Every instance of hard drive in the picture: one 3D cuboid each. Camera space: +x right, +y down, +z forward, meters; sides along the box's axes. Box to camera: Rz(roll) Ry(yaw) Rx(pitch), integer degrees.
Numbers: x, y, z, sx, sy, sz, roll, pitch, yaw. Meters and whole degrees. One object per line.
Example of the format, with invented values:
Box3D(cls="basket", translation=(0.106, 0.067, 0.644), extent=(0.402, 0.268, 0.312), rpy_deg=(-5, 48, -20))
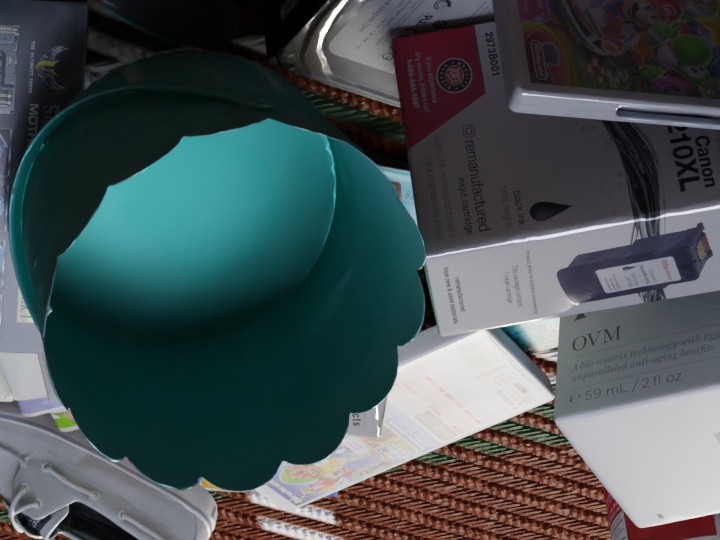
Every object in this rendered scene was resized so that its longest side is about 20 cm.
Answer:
Box3D(cls="hard drive", translation=(0.066, -0.133, 1.498), extent=(0.199, 0.038, 0.140), rpy_deg=(16, 141, -30))

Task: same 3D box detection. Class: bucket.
Box3D(cls="bucket", translation=(-0.078, -0.007, 1.413), extent=(0.206, 0.135, 0.208), rpy_deg=(-8, 117, -15))

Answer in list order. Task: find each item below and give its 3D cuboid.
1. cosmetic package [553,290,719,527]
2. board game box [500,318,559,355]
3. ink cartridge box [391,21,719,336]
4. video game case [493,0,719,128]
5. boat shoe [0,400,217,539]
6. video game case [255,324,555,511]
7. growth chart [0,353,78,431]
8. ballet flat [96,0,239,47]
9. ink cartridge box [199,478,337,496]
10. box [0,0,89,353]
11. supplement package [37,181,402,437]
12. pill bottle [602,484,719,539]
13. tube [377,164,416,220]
Box3D(cls="cosmetic package", translation=(0.222, 0.011, 1.529), extent=(0.199, 0.201, 0.123), rpy_deg=(-14, 138, 25))
Box3D(cls="board game box", translation=(0.159, -0.010, 1.706), extent=(0.199, 0.028, 0.135), rpy_deg=(-17, 146, 16))
Box3D(cls="ink cartridge box", translation=(0.126, -0.060, 1.451), extent=(0.199, 0.145, 0.084), rpy_deg=(-9, 146, 3))
Box3D(cls="video game case", translation=(0.164, -0.133, 1.402), extent=(0.199, 0.144, 0.018), rpy_deg=(4, 144, -15))
Box3D(cls="boat shoe", translation=(-0.194, 0.145, 1.801), extent=(0.199, 0.069, 0.072), rpy_deg=(27, 143, -7))
Box3D(cls="video game case", translation=(0.011, 0.091, 1.769), extent=(0.199, 0.018, 0.143), rpy_deg=(-24, 153, 13))
Box3D(cls="growth chart", translation=(-0.157, 0.048, 1.720), extent=(0.199, 0.018, 0.145), rpy_deg=(-5, 129, -2))
Box3D(cls="ballet flat", translation=(-0.127, -0.170, 1.388), extent=(0.200, 0.073, 0.073), rpy_deg=(23, 137, -33))
Box3D(cls="ink cartridge box", translation=(-0.070, 0.104, 1.835), extent=(0.199, 0.042, 0.119), rpy_deg=(2, 146, -14))
Box3D(cls="box", translation=(-0.227, -0.057, 1.465), extent=(0.157, 0.051, 0.201), rpy_deg=(2, 111, -9))
Box3D(cls="supplement package", translation=(-0.079, 0.014, 1.595), extent=(0.199, 0.110, 0.114), rpy_deg=(6, 148, 5))
Box3D(cls="pill bottle", translation=(0.220, 0.168, 1.825), extent=(0.112, 0.201, 0.112), rpy_deg=(-4, 147, -3))
Box3D(cls="tube", translation=(0.000, 0.000, 1.687), extent=(0.077, 0.051, 0.200), rpy_deg=(4, 141, -25))
